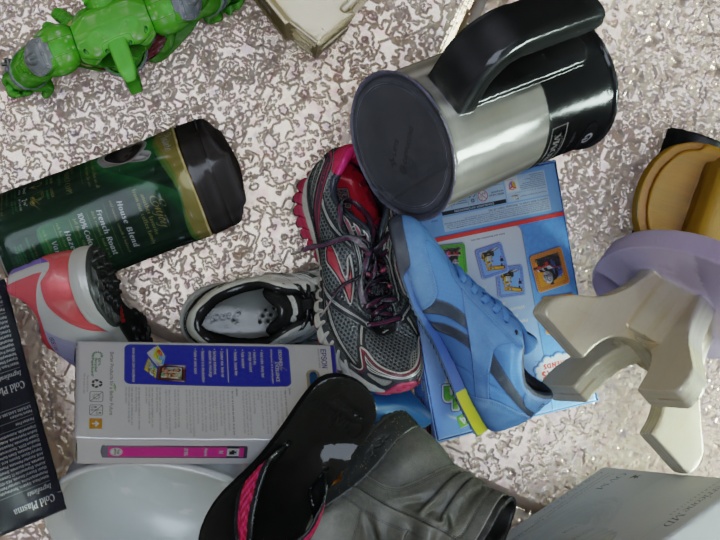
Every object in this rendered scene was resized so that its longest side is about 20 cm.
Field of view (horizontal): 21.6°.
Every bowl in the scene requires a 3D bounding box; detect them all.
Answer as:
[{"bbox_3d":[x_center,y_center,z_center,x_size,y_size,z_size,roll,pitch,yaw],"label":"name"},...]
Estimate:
[{"bbox_3d":[-0.144,0.172,1.490,0.199,0.202,0.091,11,50,-4],"label":"bowl"}]

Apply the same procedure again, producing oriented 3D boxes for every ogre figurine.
[{"bbox_3d":[-0.188,-0.187,1.478,0.198,0.120,0.099,-2,93,-4],"label":"ogre figurine"}]

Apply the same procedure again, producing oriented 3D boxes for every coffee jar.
[{"bbox_3d":[-0.189,-0.049,1.492,0.198,0.104,0.086,-21,109,-2],"label":"coffee jar"}]

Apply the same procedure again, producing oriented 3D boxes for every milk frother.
[{"bbox_3d":[0.075,-0.170,1.462,0.187,0.200,0.182,-24,139,-37],"label":"milk frother"}]

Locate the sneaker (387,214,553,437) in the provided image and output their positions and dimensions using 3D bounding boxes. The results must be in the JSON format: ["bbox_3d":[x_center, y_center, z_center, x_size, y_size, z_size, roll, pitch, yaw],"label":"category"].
[{"bbox_3d":[0.085,0.033,1.441,0.078,0.066,0.201,-23,114,11],"label":"sneaker"}]

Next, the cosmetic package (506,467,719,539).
[{"bbox_3d":[0.192,0.253,1.447,0.198,0.200,0.124,-30,102,-25],"label":"cosmetic package"}]

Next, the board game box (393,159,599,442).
[{"bbox_3d":[0.104,0.024,1.527,0.150,0.037,0.202,-12,93,-21],"label":"board game box"}]

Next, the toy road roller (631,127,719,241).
[{"bbox_3d":[0.313,-0.031,1.501,0.198,0.146,0.124,20,90,-4],"label":"toy road roller"}]

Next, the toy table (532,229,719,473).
[{"bbox_3d":[0.225,0.053,1.450,0.184,0.200,0.117,42,69,-7],"label":"toy table"}]

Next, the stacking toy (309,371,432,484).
[{"bbox_3d":[-0.029,0.173,1.522,0.115,0.110,0.202,-2,117,-34],"label":"stacking toy"}]

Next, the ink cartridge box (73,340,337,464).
[{"bbox_3d":[-0.115,0.098,1.409,0.198,0.095,0.037,0,136,-6],"label":"ink cartridge box"}]

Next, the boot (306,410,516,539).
[{"bbox_3d":[0.016,0.215,1.410,0.130,0.068,0.200,41,95,25],"label":"boot"}]

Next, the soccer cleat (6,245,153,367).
[{"bbox_3d":[-0.211,0.050,1.470,0.072,0.201,0.069,-7,56,8],"label":"soccer cleat"}]

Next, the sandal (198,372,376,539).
[{"bbox_3d":[-0.056,0.165,1.364,0.075,0.045,0.201,28,104,-16],"label":"sandal"}]

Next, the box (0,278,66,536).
[{"bbox_3d":[-0.344,0.118,1.439,0.199,0.104,0.184,-13,95,41],"label":"box"}]

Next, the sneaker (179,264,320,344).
[{"bbox_3d":[-0.046,0.034,1.514,0.198,0.088,0.076,-13,92,-5],"label":"sneaker"}]

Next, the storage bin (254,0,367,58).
[{"bbox_3d":[-0.067,-0.268,1.441,0.094,0.200,0.199,-39,94,0],"label":"storage bin"}]

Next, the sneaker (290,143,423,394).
[{"bbox_3d":[0.000,0.000,1.464,0.080,0.075,0.202,-11,73,-28],"label":"sneaker"}]
